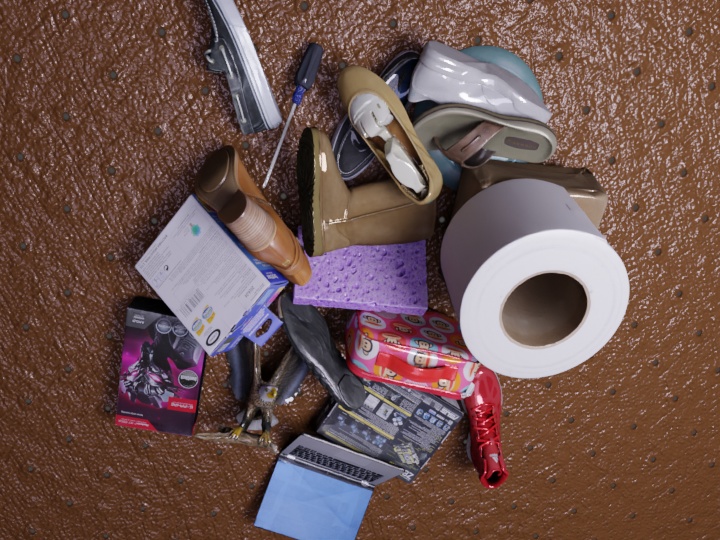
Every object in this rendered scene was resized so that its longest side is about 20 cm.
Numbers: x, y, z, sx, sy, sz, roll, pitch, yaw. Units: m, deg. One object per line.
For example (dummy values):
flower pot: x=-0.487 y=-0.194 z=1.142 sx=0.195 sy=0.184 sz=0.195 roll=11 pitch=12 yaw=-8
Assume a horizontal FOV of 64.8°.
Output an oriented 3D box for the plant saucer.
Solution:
plant saucer: x=0.173 y=-0.209 z=0.805 sx=0.193 sy=0.036 sz=0.206 roll=-2 pitch=109 yaw=-5

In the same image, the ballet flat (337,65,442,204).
ballet flat: x=0.037 y=-0.169 z=0.714 sx=0.068 sy=0.063 sz=0.201 roll=-35 pitch=100 yaw=30

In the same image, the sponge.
sponge: x=0.000 y=0.000 z=0.827 sx=0.193 sy=0.030 sz=0.115 roll=6 pitch=65 yaw=-7

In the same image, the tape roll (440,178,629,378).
tape roll: x=0.205 y=0.009 z=0.701 sx=0.196 sy=0.141 sz=0.208 roll=-1 pitch=122 yaw=-2

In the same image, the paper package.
paper package: x=0.222 y=-0.045 z=0.810 sx=0.184 sy=0.104 sz=0.205 roll=5 pitch=121 yaw=-6

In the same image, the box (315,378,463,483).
box: x=0.048 y=0.241 z=0.938 sx=0.197 sy=0.049 sz=0.163 roll=32 pitch=101 yaw=-15

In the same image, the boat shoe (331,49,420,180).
boat shoe: x=0.024 y=-0.208 z=0.774 sx=0.069 sy=0.066 sz=0.201 roll=37 pitch=101 yaw=-16

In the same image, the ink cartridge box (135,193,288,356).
ink cartridge box: x=-0.195 y=0.018 z=0.786 sx=0.137 sy=0.076 sz=0.200 roll=-46 pitch=80 yaw=12

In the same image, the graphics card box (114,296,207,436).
graphics card box: x=-0.302 y=0.150 z=0.873 sx=0.122 sy=0.051 sz=0.206 roll=12 pitch=106 yaw=-9

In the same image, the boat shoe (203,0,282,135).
boat shoe: x=-0.168 y=-0.272 z=0.731 sx=0.069 sy=0.072 sz=0.204 roll=-22 pitch=111 yaw=-2

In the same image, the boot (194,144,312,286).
boot: x=-0.143 y=-0.071 z=0.772 sx=0.073 sy=0.202 sz=0.155 roll=-36 pitch=135 yaw=7

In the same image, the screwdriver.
screwdriver: x=-0.091 y=-0.206 z=0.755 sx=0.028 sy=0.029 sz=0.206 roll=22 pitch=83 yaw=-48

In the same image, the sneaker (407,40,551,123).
sneaker: x=0.154 y=-0.224 z=0.752 sx=0.195 sy=0.076 sz=0.090 roll=19 pitch=127 yaw=-14

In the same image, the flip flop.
flip flop: x=0.154 y=-0.162 z=0.735 sx=0.194 sy=0.082 sz=0.059 roll=11 pitch=66 yaw=4

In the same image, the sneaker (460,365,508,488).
sneaker: x=0.213 y=0.260 z=0.924 sx=0.076 sy=0.116 sz=0.206 roll=-12 pitch=110 yaw=-1

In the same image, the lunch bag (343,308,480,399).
lunch bag: x=0.075 y=0.114 z=0.829 sx=0.194 sy=0.177 sz=0.084 roll=14 pitch=107 yaw=-10

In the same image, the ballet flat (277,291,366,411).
ballet flat: x=-0.062 y=0.122 z=0.823 sx=0.066 sy=0.056 sz=0.203 roll=-36 pitch=95 yaw=-34

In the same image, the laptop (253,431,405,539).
laptop: x=-0.054 y=0.373 z=0.934 sx=0.183 sy=0.118 sz=0.201 roll=22 pitch=145 yaw=-12

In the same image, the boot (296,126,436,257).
boot: x=0.012 y=-0.113 z=0.775 sx=0.195 sy=0.066 sz=0.180 roll=-12 pitch=120 yaw=-26

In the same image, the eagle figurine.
eagle figurine: x=-0.146 y=0.167 z=0.869 sx=0.151 sy=0.147 sz=0.206 roll=31 pitch=64 yaw=-51
